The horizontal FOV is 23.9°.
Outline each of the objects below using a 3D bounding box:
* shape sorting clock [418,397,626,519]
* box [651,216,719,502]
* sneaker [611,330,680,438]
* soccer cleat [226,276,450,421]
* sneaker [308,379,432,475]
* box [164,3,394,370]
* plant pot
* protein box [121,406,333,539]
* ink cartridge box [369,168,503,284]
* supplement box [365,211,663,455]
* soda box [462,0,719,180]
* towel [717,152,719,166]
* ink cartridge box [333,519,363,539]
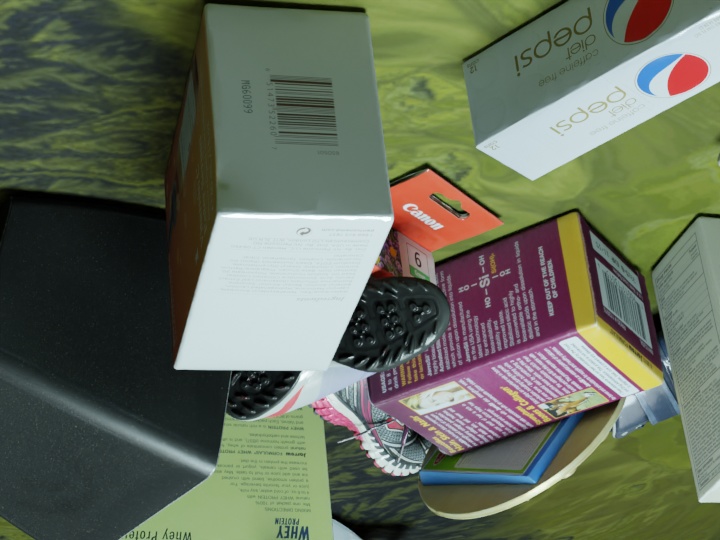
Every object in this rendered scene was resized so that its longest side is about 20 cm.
[{"bbox_3d":[0.134,0.134,1.406,0.199,0.200,0.039,-22,116,26],"label":"shape sorting clock"},{"bbox_3d":[0.289,0.067,1.291,0.077,0.201,0.095,4,150,-16],"label":"box"},{"bbox_3d":[0.285,0.109,1.474,0.146,0.077,0.202,-27,136,13],"label":"sneaker"},{"bbox_3d":[-0.014,0.056,1.266,0.199,0.069,0.073,-26,169,25],"label":"soccer cleat"},{"bbox_3d":[0.026,0.116,1.449,0.074,0.081,0.200,-22,147,22],"label":"sneaker"},{"bbox_3d":[-0.058,-0.046,1.073,0.106,0.153,0.200,1,150,-14],"label":"box"},{"bbox_3d":[-0.214,0.062,1.215,0.177,0.201,0.199,27,139,-26],"label":"plant pot"},{"bbox_3d":[-0.137,0.204,1.449,0.197,0.201,0.135,4,149,-18],"label":"protein box"},{"bbox_3d":[0.000,0.000,1.269,0.199,0.051,0.109,-23,146,29],"label":"ink cartridge box"},{"bbox_3d":[0.117,0.054,1.333,0.199,0.104,0.131,-21,147,24],"label":"supplement box"},{"bbox_3d":[0.161,-0.134,1.045,0.199,0.068,0.064,-28,144,34],"label":"soda box"},{"bbox_3d":[0.367,-0.094,1.192,0.199,0.035,0.133,10,146,-24],"label":"towel"},{"bbox_3d":[-0.055,0.302,1.806,0.199,0.057,0.163,-2,151,-24],"label":"ink cartridge box"}]
